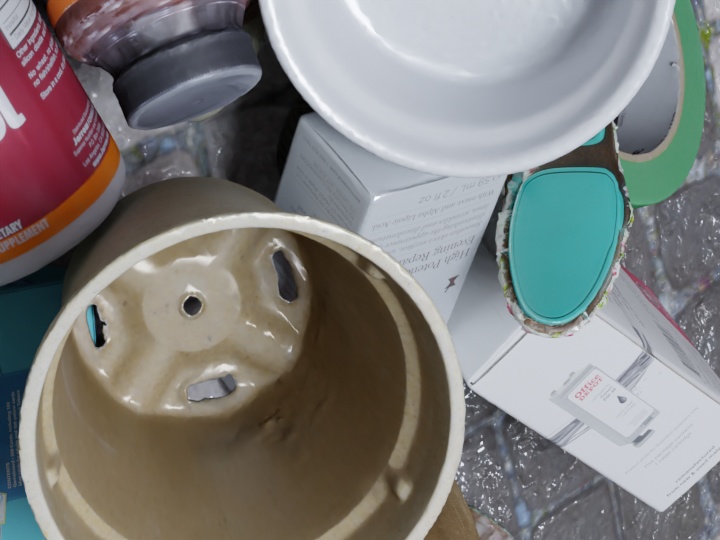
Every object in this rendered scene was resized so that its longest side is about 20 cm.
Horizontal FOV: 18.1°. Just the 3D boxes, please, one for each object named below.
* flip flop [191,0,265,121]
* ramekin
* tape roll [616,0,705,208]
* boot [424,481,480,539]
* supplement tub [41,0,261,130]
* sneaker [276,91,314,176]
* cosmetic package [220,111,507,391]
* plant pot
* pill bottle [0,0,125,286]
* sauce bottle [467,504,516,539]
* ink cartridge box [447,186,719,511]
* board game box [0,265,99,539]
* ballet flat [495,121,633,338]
[{"bbox_3d":[-0.067,-0.167,1.166,0.081,0.058,0.201,23,114,-13],"label":"flip flop"},{"bbox_3d":[0.054,-0.156,1.100,0.098,0.199,0.202,-73,149,-66],"label":"ramekin"},{"bbox_3d":[0.137,-0.134,1.361,0.200,0.048,0.202,18,66,-48],"label":"tape roll"},{"bbox_3d":[0.048,0.197,1.286,0.075,0.074,0.201,-14,66,-15],"label":"boot"},{"bbox_3d":[-0.114,-0.173,1.094,0.106,0.107,0.201,-16,80,-38],"label":"supplement tub"},{"bbox_3d":[0.033,-0.122,1.253,0.106,0.200,0.075,-20,64,-45],"label":"sneaker"},{"bbox_3d":[0.000,0.000,1.216,0.101,0.074,0.201,-18,142,-33],"label":"cosmetic package"},{"bbox_3d":[-0.069,0.044,1.073,0.199,0.184,0.202,-4,108,-12],"label":"plant pot"},{"bbox_3d":[-0.203,-0.099,1.069,0.113,0.113,0.201,-45,121,-27],"label":"pill bottle"},{"bbox_3d":[0.022,0.231,1.339,0.065,0.064,0.201,50,63,-33],"label":"sauce bottle"},{"bbox_3d":[0.120,0.036,1.331,0.083,0.147,0.200,-45,132,13],"label":"ink cartridge box"},{"bbox_3d":[-0.222,0.088,1.121,0.199,0.047,0.152,-11,102,-39],"label":"board game box"},{"bbox_3d":[0.108,-0.048,1.213,0.075,0.064,0.201,6,66,0],"label":"ballet flat"}]
